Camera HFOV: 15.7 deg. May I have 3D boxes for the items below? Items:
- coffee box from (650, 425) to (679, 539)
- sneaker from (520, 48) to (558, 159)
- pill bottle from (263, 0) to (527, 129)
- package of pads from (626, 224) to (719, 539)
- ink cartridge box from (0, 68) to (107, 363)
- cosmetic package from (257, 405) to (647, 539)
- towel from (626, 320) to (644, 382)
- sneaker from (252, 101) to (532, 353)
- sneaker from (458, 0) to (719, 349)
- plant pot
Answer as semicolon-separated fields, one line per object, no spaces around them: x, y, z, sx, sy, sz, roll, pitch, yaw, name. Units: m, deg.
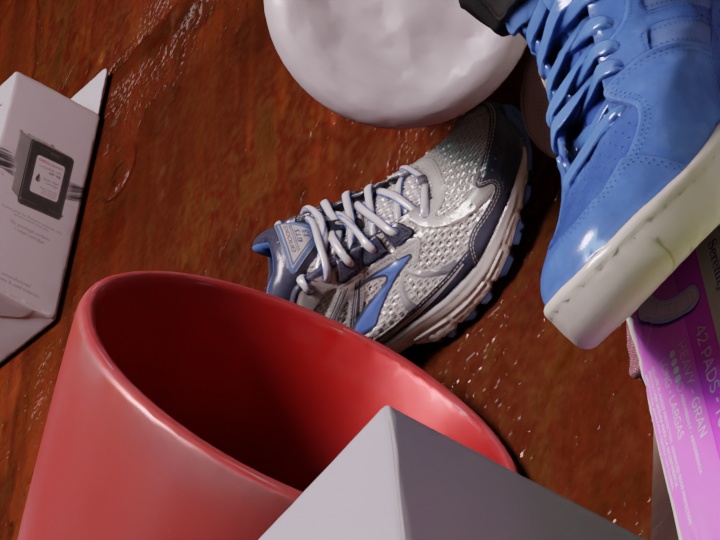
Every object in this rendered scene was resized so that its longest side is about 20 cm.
0.162;0.008;0.865;0.113;0.080;0.201;-36;36;42;coffee box
0.094;-0.082;1.018;0.092;0.076;0.200;-43;-3;-25;sneaker
0.020;-0.122;1.151;0.117;0.116;0.200;-60;0;5;pill bottle
0.153;0.038;0.693;0.155;0.068;0.201;-46;37;34;package of pads
-0.231;-0.042;1.659;0.116;0.067;0.201;-36;37;45;ink cartridge box
0.030;0.179;0.808;0.199;0.199;0.123;-47;30;28;cosmetic package
0.153;-0.065;0.833;0.200;0.023;0.144;-44;29;33;towel
0.000;0.000;1.169;0.200;0.085;0.077;-52;28;20;sneaker
0.065;-0.065;0.770;0.077;0.111;0.200;-46;7;40;sneaker
-0.056;0.124;1.060;0.178;0.200;0.201;-65;24;18;plant pot
